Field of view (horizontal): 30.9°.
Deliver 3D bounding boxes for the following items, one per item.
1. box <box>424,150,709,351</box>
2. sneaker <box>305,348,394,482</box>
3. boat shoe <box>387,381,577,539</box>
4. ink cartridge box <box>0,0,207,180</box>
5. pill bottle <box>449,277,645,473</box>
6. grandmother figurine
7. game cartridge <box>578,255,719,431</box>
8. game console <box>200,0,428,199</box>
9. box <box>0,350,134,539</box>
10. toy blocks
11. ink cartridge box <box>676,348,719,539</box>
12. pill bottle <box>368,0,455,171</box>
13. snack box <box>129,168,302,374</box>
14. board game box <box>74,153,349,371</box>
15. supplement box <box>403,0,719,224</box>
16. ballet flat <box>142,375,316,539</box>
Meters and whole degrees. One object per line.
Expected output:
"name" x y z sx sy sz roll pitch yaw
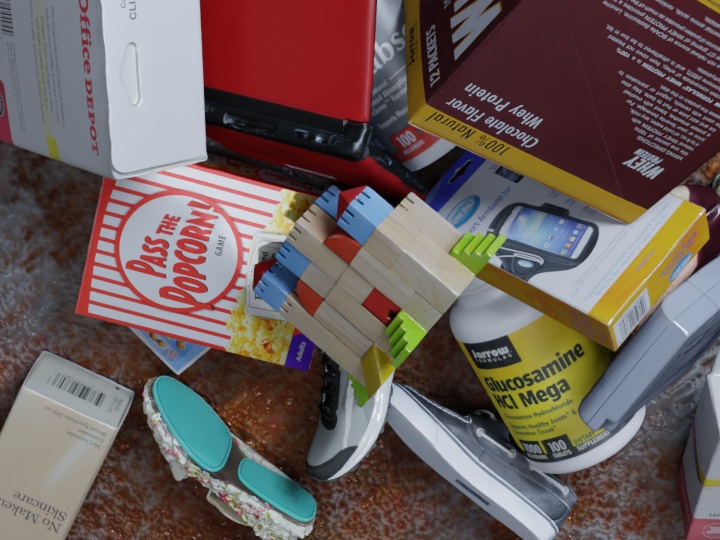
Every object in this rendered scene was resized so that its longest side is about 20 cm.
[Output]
"box" 0.144 -0.033 0.979 0.119 0.200 0.042 -46 140 -17
"sneaker" -0.009 0.081 1.094 0.079 0.074 0.200 19 96 -24
"boat shoe" 0.103 0.154 1.138 0.200 0.072 0.068 39 73 3
"ink cartridge box" -0.203 -0.158 0.962 0.083 0.200 0.145 -17 115 -37
"pill bottle" 0.144 0.058 1.073 0.112 0.112 0.200 -28 106 12
"grandmother figurine" 0.256 -0.019 1.032 0.200 0.061 0.121 -37 145 -19
"game cartridge" 0.253 0.046 1.017 0.041 0.200 0.133 47 124 15
"game console" -0.048 -0.147 0.967 0.200 0.172 0.119 18 85 33
"box" -0.286 0.184 1.154 0.095 0.078 0.200 25 109 -7
"toy blocks" 0.000 0.000 0.978 0.137 0.100 0.200 41 139 3
"ink cartridge box" 0.338 0.147 1.079 0.116 0.068 0.200 0 138 3
"pill bottle" 0.009 -0.182 0.989 0.116 0.116 0.200 -40 104 15
"snack box" -0.108 0.003 1.109 0.200 0.024 0.072 -39 105 15
"board game box" -0.119 -0.015 1.064 0.200 0.046 0.152 14 110 -4
"supplement box" 0.164 -0.167 0.871 0.197 0.133 0.200 22 136 -25
"ballet flat" -0.127 0.177 1.152 0.200 0.076 0.064 43 122 -9
